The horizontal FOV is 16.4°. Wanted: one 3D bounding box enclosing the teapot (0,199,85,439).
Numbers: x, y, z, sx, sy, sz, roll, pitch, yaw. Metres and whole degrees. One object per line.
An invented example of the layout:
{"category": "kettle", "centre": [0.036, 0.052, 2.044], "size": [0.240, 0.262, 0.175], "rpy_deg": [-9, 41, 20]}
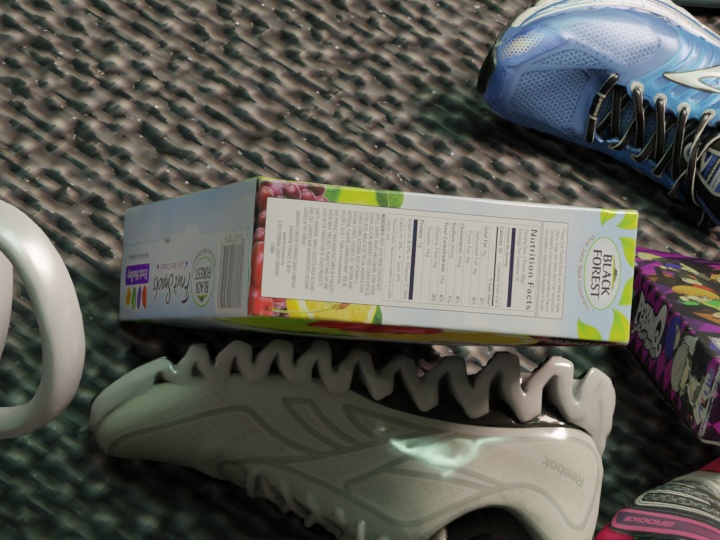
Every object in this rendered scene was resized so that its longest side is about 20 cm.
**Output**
{"category": "teapot", "centre": [-0.208, -0.021, 0.897], "size": [0.199, 0.147, 0.198], "rpy_deg": [6, 40, -18]}

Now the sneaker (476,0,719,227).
{"category": "sneaker", "centre": [0.152, -0.073, 1.166], "size": [0.199, 0.079, 0.089], "rpy_deg": [9, 37, -13]}

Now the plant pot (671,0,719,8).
{"category": "plant pot", "centre": [0.251, -0.257, 1.347], "size": [0.199, 0.197, 0.196], "rpy_deg": [9, 38, -26]}

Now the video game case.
{"category": "video game case", "centre": [0.212, 0.044, 1.031], "size": [0.199, 0.036, 0.181], "rpy_deg": [11, 14, -10]}

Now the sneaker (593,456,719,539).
{"category": "sneaker", "centre": [0.159, 0.154, 0.905], "size": [0.074, 0.081, 0.200], "rpy_deg": [-20, 44, -18]}

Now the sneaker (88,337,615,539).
{"category": "sneaker", "centre": [-0.003, 0.071, 0.936], "size": [0.199, 0.075, 0.082], "rpy_deg": [3, 76, -2]}

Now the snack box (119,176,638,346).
{"category": "snack box", "centre": [0.000, 0.000, 0.939], "size": [0.141, 0.053, 0.200], "rpy_deg": [6, -3, -18]}
